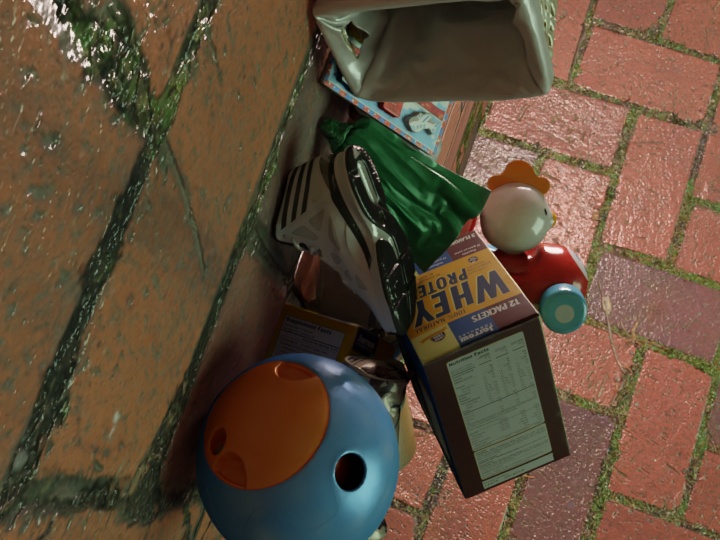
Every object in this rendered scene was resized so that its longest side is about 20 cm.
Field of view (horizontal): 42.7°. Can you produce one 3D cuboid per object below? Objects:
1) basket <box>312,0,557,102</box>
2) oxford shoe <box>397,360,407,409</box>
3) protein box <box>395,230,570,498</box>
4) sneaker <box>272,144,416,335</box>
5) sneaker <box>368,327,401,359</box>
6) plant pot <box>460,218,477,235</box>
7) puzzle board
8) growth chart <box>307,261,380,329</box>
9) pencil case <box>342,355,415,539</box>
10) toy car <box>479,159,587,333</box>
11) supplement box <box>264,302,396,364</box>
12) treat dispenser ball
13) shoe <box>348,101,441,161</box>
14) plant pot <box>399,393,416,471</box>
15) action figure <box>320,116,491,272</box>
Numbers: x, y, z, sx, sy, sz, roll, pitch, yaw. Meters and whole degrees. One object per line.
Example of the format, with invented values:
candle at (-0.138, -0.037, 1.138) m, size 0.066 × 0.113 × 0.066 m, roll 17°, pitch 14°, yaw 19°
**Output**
basket at (0.077, -0.244, 0.840) m, size 0.136 × 0.196 × 0.125 m, roll 55°, pitch 43°, yaw -54°
oxford shoe at (-0.008, 0.199, 1.161) m, size 0.200 × 0.075 × 0.058 m, roll -48°, pitch 150°, yaw -16°
protein box at (0.126, 0.103, 1.059) m, size 0.199 × 0.133 × 0.202 m, roll -116°, pitch -174°, yaw -58°
sneaker at (-0.018, -0.023, 0.941) m, size 0.076 × 0.114 × 0.203 m, roll -50°, pitch 124°, yaw -55°
sneaker at (-0.002, 0.112, 1.211) m, size 0.089 × 0.197 × 0.079 m, roll 54°, pitch 15°, yaw -45°
plant pot at (0.055, -0.027, 1.279) m, size 0.200 × 0.174 × 0.204 m, roll 18°, pitch 90°, yaw -81°
puzzle board at (0.048, -0.229, 0.986) m, size 0.199 × 0.017 × 0.153 m, roll 24°, pitch 84°, yaw -48°
growth chart at (0.000, 0.000, 1.153) m, size 0.018 × 0.143 × 0.204 m, roll 0°, pitch 108°, yaw -55°
pencil case at (0.008, 0.197, 1.022) m, size 0.088 × 0.077 × 0.204 m, roll 0°, pitch 102°, yaw -44°
toy car at (0.224, -0.045, 1.237) m, size 0.185 × 0.173 × 0.204 m, roll -79°, pitch 172°, yaw -70°
supplement box at (-0.054, 0.158, 1.084) m, size 0.109 × 0.107 × 0.203 m, roll 32°, pitch 75°, yaw -57°
treat dispenser ball at (-0.061, 0.183, 0.893) m, size 0.201 × 0.198 × 0.204 m, roll 19°, pitch 90°, yaw -81°
shoe at (0.012, -0.187, 1.044) m, size 0.200 × 0.090 × 0.072 m, roll 42°, pitch 71°, yaw -48°
plant pot at (-0.005, 0.196, 1.455) m, size 0.187 × 0.183 × 0.203 m, roll -58°, pitch 150°, yaw -57°
action figure at (0.035, -0.102, 1.009) m, size 0.119 × 0.199 × 0.055 m, roll -51°, pitch -157°, yaw 5°
